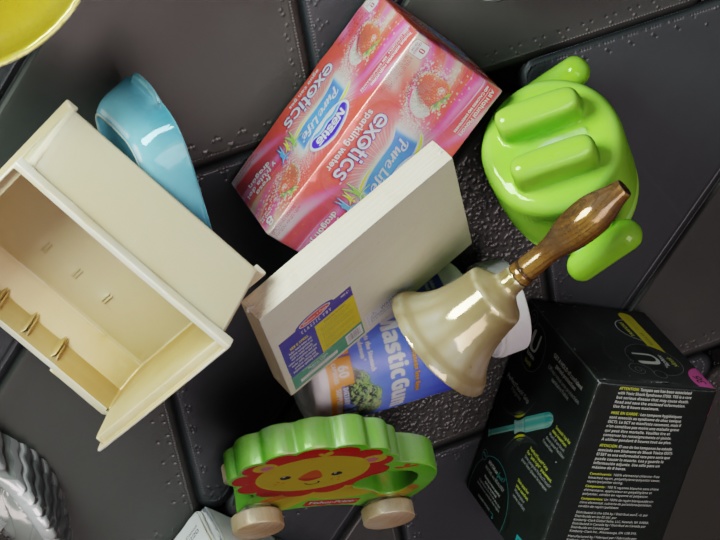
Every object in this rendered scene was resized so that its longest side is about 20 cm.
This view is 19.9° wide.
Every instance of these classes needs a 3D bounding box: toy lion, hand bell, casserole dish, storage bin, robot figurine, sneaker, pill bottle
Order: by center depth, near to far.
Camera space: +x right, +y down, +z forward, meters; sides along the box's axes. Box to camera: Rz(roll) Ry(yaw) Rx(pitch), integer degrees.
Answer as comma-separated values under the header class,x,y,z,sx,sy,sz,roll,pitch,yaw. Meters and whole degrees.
class,x,y,z,sx,sy,sz,roll,pitch,yaw
storage bin,-0.211,0.010,1.535,0.200,0.094,0.198,41,131,-13
casserole dish,-0.156,-0.056,1.581,0.039,0.121,0.201,-26,125,-18
hand bell,0.130,-0.002,1.602,0.200,0.104,0.104,-42,126,21
robot figurine,0.165,-0.082,1.674,0.115,0.176,0.200,-21,159,8
sneaker,-0.310,0.178,1.693,0.082,0.075,0.200,-29,120,13
pill bottle,0.038,0.054,1.734,0.199,0.112,0.113,-16,123,-13
toy lion,-0.024,0.166,1.736,0.199,0.069,0.192,-1,156,-23

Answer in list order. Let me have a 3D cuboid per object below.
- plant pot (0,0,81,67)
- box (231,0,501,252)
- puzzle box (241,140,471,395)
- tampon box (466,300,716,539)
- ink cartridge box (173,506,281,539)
class,x,y,z,sx,sy,sz,roll,pitch,yaw
plant pot,-0.291,-0.253,1.404,0.199,0.142,0.201,-10,122,-17
box,0.004,-0.105,1.640,0.102,0.095,0.200,31,103,-35
puzzle box,0.000,0.000,1.610,0.200,0.025,0.133,-40,152,-13
tampon box,0.204,0.151,1.834,0.126,0.150,0.201,6,115,-25
ink cartridge box,-0.095,0.318,1.843,0.200,0.085,0.146,29,104,-31
